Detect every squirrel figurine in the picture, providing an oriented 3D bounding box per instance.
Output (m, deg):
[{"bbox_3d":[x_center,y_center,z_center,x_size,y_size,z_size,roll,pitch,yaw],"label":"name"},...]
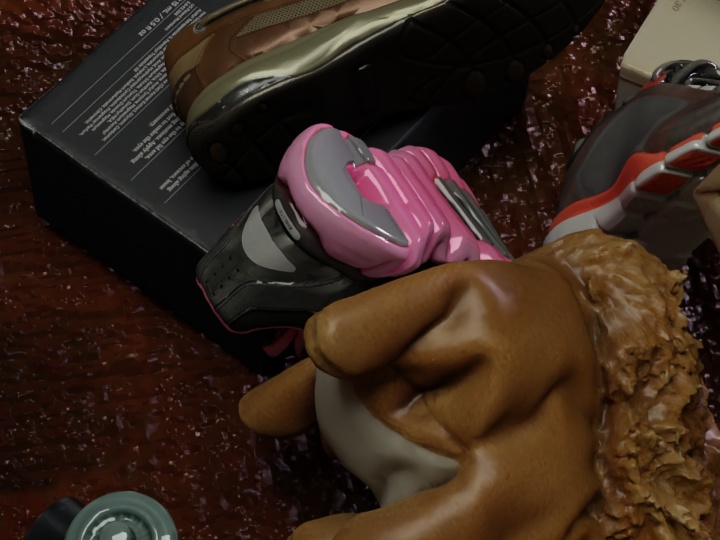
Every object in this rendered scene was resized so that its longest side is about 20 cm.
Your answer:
[{"bbox_3d":[0.072,0.092,0.911,0.199,0.142,0.188,-20,79,-26],"label":"squirrel figurine"}]

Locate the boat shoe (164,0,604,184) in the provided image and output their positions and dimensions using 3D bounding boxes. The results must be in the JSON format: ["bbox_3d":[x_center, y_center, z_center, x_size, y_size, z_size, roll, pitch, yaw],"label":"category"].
[{"bbox_3d":[0.008,-0.109,1.007,0.199,0.076,0.074,-22,56,-15],"label":"boat shoe"}]

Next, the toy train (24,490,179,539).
[{"bbox_3d":[-0.071,0.173,0.908,0.200,0.085,0.114,36,73,23],"label":"toy train"}]

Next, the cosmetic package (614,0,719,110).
[{"bbox_3d":[0.223,-0.068,1.067,0.199,0.073,0.104,23,59,17],"label":"cosmetic package"}]

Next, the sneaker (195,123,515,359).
[{"bbox_3d":[0.000,0.000,0.979,0.095,0.200,0.079,-43,65,17],"label":"sneaker"}]

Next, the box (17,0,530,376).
[{"bbox_3d":[-0.034,-0.073,1.071,0.141,0.079,0.200,33,62,22],"label":"box"}]

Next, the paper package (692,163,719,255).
[{"bbox_3d":[0.259,-0.014,0.879,0.199,0.191,0.104,28,31,-25],"label":"paper package"}]

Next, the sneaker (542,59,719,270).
[{"bbox_3d":[0.138,-0.059,0.986,0.077,0.200,0.082,15,65,-27],"label":"sneaker"}]
